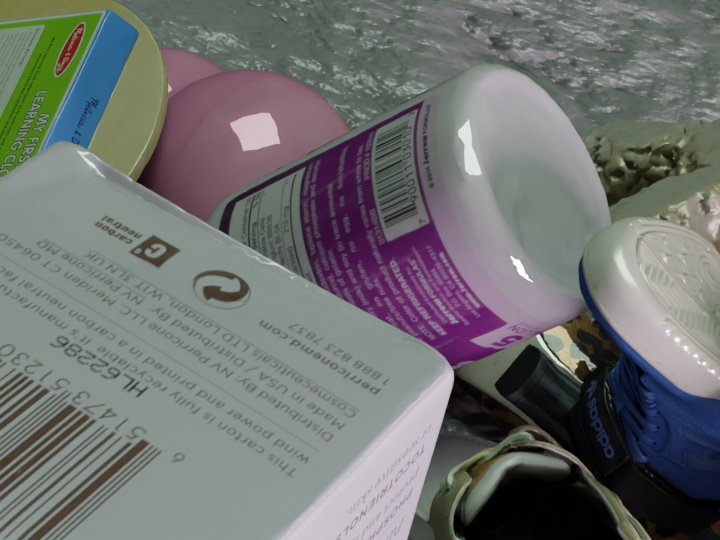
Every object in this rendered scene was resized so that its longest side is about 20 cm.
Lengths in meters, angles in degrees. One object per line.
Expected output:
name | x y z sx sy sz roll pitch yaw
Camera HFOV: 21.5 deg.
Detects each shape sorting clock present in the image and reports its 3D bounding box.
shape sorting clock | -0.184 -0.059 0.922 0.199 0.039 0.201 -16 46 17

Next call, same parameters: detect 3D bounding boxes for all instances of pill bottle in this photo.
pill bottle | 0.000 0.000 0.817 0.112 0.199 0.113 32 45 -40

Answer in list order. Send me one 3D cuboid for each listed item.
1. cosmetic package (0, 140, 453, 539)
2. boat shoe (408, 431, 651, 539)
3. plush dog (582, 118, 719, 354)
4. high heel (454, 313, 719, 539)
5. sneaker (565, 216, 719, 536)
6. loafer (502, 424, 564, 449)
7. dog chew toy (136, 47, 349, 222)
cosmetic package | -0.096 0.103 0.619 0.167 0.201 0.166 29 42 18
boat shoe | 0.066 0.098 0.738 0.074 0.069 0.200 -32 28 -18
plush dog | 0.193 0.019 0.930 0.159 0.173 0.200 -13 20 6
high heel | 0.116 0.070 0.945 0.142 0.071 0.200 41 10 -13
sneaker | 0.121 0.051 0.770 0.199 0.111 0.077 26 44 -47
loafer | 0.114 0.145 0.796 0.072 0.063 0.200 -12 41 -38
dog chew toy | -0.095 -0.057 0.968 0.199 0.125 0.124 27 33 31
